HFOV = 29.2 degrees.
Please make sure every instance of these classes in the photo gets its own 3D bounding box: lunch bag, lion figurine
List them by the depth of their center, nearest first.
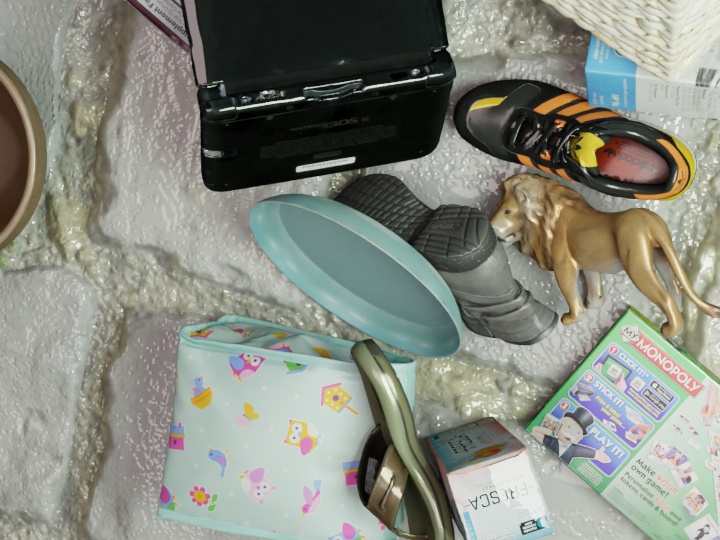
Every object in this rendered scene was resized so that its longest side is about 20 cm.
[{"bbox_3d":[0.190,-0.019,1.068,0.200,0.072,0.123,1,110,48],"label":"lion figurine"},{"bbox_3d":[-0.053,0.137,1.153,0.200,0.122,0.170,9,97,15],"label":"lunch bag"}]

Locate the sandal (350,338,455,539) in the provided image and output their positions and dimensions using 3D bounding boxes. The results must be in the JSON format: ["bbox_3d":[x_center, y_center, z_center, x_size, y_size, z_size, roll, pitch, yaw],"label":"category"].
[{"bbox_3d":[0.021,0.152,1.067,0.057,0.080,0.201,-21,96,-14],"label":"sandal"}]

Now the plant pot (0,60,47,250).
[{"bbox_3d":[-0.358,-0.105,1.221,0.201,0.093,0.201,2,97,14],"label":"plant pot"}]

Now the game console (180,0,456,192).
[{"bbox_3d":[-0.037,-0.166,1.089,0.200,0.176,0.116,-10,62,-11],"label":"game console"}]

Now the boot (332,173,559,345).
[{"bbox_3d":[0.061,-0.002,1.125,0.070,0.200,0.132,-47,127,-11],"label":"boot"}]

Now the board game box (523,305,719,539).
[{"bbox_3d":[0.252,0.144,1.121,0.200,0.029,0.135,41,103,7],"label":"board game box"}]

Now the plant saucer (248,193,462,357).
[{"bbox_3d":[0.000,0.000,1.103,0.200,0.200,0.027,30,71,10],"label":"plant saucer"}]

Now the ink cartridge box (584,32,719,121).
[{"bbox_3d":[0.278,-0.176,1.040,0.200,0.068,0.116,9,74,14],"label":"ink cartridge box"}]

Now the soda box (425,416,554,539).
[{"bbox_3d":[0.096,0.164,1.073,0.064,0.200,0.068,-18,91,-1],"label":"soda box"}]

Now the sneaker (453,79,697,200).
[{"bbox_3d":[0.165,-0.105,1.085,0.200,0.090,0.070,19,100,12],"label":"sneaker"}]

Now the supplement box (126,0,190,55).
[{"bbox_3d":[-0.087,-0.275,1.112,0.103,0.131,0.200,42,105,7],"label":"supplement box"}]

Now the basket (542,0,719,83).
[{"bbox_3d":[0.212,-0.275,0.966,0.198,0.161,0.200,-44,64,-13],"label":"basket"}]
